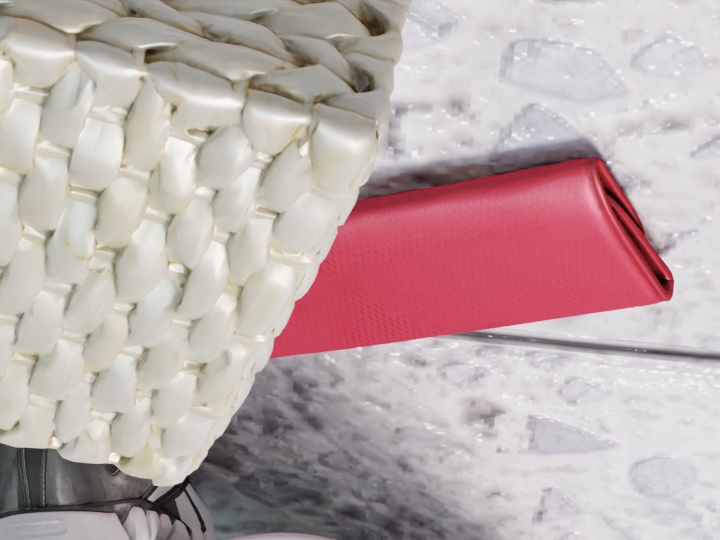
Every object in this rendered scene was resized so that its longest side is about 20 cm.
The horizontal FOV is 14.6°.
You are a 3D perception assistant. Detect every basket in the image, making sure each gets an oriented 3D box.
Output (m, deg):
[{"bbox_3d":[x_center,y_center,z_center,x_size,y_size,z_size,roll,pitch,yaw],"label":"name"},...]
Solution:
[{"bbox_3d":[-0.091,-0.073,0.707,0.197,0.162,0.200,15,146,-12],"label":"basket"}]

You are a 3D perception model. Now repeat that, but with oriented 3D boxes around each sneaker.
[{"bbox_3d":[-0.094,0.070,1.032,0.066,0.091,0.200,-6,173,8],"label":"sneaker"}]

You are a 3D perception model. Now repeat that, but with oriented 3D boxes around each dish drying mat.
[{"bbox_3d":[0.000,0.000,0.945,0.199,0.018,0.077,-9,146,25],"label":"dish drying mat"}]

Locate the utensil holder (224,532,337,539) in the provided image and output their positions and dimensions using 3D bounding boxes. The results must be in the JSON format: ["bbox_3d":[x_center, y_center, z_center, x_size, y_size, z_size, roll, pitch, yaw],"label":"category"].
[{"bbox_3d":[-0.002,0.185,1.051,0.169,0.171,0.200,-3,173,16],"label":"utensil holder"}]
